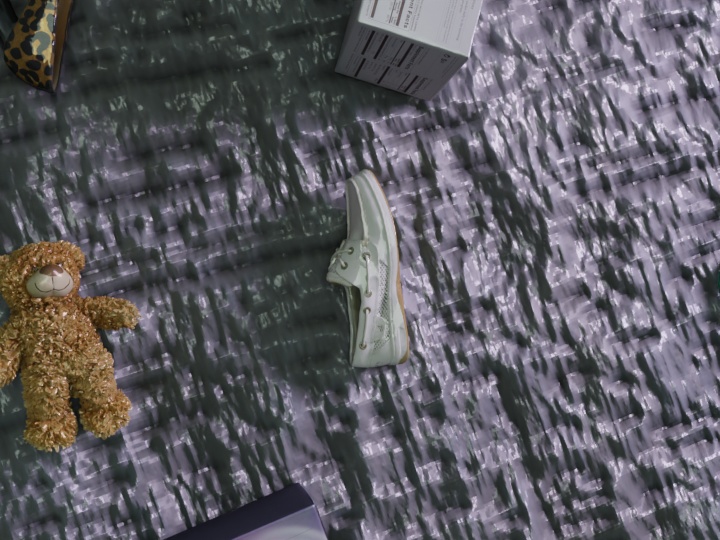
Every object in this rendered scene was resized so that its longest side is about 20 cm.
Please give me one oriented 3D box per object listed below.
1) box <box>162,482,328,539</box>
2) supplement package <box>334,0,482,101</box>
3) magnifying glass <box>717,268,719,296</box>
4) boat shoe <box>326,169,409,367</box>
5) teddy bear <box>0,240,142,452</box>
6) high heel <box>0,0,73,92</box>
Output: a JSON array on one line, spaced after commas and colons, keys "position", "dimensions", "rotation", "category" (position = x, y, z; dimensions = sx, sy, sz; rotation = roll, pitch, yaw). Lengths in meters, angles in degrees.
[{"position": [-0.107, 0.335, 0.809], "dimensions": [0.199, 0.123, 0.199], "rotation": [-21, 89, -12], "category": "box"}, {"position": [0.061, -0.294, 0.861], "dimensions": [0.111, 0.156, 0.201], "rotation": [16, 84, -7], "category": "supplement package"}, {"position": [0.479, -0.034, 0.993], "dimensions": [0.080, 0.022, 0.200], "rotation": [38, 80, -6], "category": "magnifying glass"}, {"position": [0.000, 0.000, 0.874], "dimensions": [0.069, 0.071, 0.201], "rotation": [-9, 89, -13], "category": "boat shoe"}, {"position": [-0.282, 0.070, 0.819], "dimensions": [0.144, 0.067, 0.201], "rotation": [4, 86, -13], "category": "teddy bear"}, {"position": [-0.265, -0.269, 0.835], "dimensions": [0.200, 0.071, 0.143], "rotation": [-30, 86, 5], "category": "high heel"}]
